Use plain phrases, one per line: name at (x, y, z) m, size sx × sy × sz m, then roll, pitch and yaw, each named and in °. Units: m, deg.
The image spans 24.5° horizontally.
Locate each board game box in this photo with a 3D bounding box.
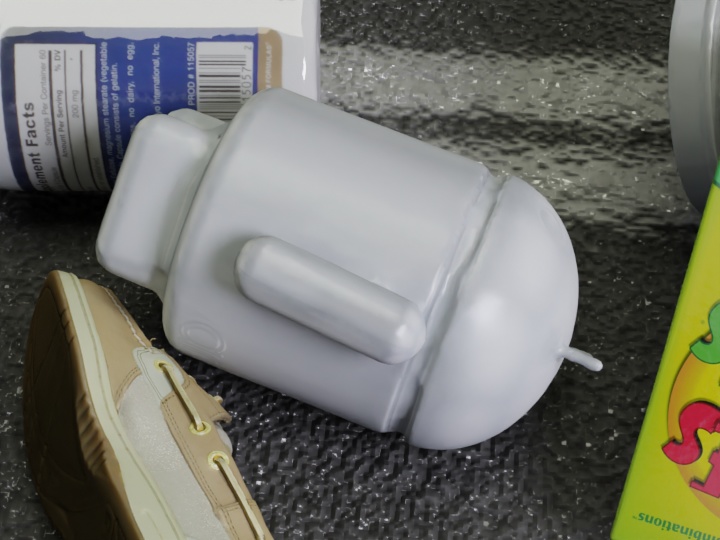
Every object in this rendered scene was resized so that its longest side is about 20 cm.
board game box at (0.169, 0.016, 0.611) m, size 0.101 × 0.200 × 0.048 m, roll 16°, pitch 7°, yaw 13°

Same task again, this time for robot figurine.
robot figurine at (0.000, 0.000, 0.655) m, size 0.200 × 0.113 × 0.170 m, roll 21°, pitch 14°, yaw 5°

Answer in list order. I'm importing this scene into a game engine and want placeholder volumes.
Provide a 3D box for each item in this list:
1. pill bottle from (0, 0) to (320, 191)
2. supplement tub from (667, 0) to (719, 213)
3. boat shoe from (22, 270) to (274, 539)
pill bottle at (-0.117, -0.091, 0.743) m, size 0.200 × 0.111 × 0.111 m, roll 0°, pitch 49°, yaw -1°
supplement tub at (0.243, -0.082, 0.692) m, size 0.200 × 0.146 × 0.146 m, roll 2°, pitch 46°, yaw 28°
boat shoe at (-0.081, 0.074, 0.635) m, size 0.066 × 0.074 × 0.200 m, roll 4°, pitch 37°, yaw -29°
